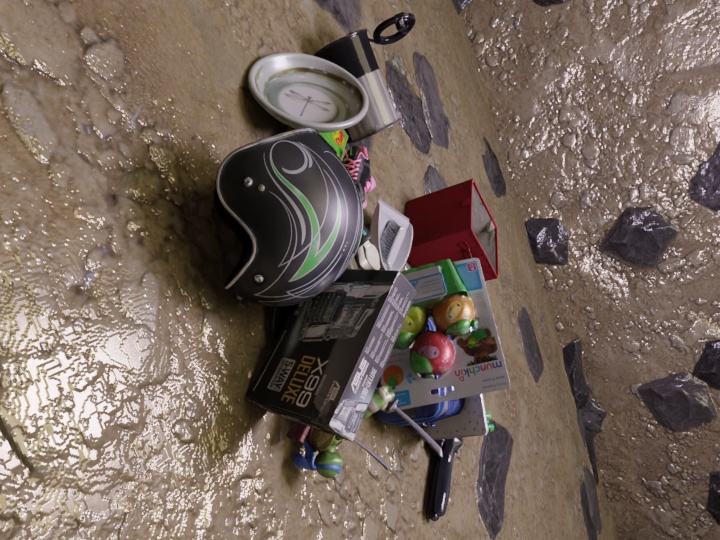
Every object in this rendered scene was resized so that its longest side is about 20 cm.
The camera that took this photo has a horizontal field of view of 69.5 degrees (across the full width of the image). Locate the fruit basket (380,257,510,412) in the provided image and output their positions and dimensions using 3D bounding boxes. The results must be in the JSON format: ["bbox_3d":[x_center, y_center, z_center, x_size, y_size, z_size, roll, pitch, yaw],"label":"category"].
[{"bbox_3d":[0.105,0.089,0.763,0.094,0.183,0.203,53,26,-57],"label":"fruit basket"}]

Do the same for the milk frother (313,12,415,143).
[{"bbox_3d":[0.040,-0.393,1.056,0.190,0.198,0.181,65,26,-17],"label":"milk frother"}]

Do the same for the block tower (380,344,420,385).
[{"bbox_3d":[0.065,0.102,0.865,0.054,0.057,0.203,43,39,-55],"label":"block tower"}]

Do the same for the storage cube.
[{"bbox_3d":[0.213,-0.076,1.231,0.171,0.178,0.202,51,36,-36],"label":"storage cube"}]

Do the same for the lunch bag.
[{"bbox_3d":[0.094,0.185,0.924,0.132,0.134,0.203,21,56,-53],"label":"lunch bag"}]

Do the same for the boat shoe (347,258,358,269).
[{"bbox_3d":[-0.021,0.066,0.801,0.075,0.067,0.202,-89,167,-62],"label":"boat shoe"}]

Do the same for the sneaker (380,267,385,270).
[{"bbox_3d":[0.074,0.055,0.995,0.198,0.066,0.092,18,89,-33],"label":"sneaker"}]

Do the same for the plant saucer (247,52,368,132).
[{"bbox_3d":[-0.086,-0.280,0.850,0.197,0.051,0.202,10,48,-11],"label":"plant saucer"}]

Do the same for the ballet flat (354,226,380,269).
[{"bbox_3d":[0.000,0.000,0.847,0.068,0.068,0.201,-50,152,-25],"label":"ballet flat"}]

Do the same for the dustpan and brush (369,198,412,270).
[{"bbox_3d":[0.057,-0.023,1.039,0.139,0.057,0.203,23,86,-54],"label":"dustpan and brush"}]

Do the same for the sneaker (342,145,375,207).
[{"bbox_3d":[-0.018,-0.171,0.930,0.201,0.078,0.097,-72,165,-62],"label":"sneaker"}]

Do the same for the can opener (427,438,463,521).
[{"bbox_3d":[0.162,0.396,1.040,0.064,0.077,0.202,102,3,-50],"label":"can opener"}]

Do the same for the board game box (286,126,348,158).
[{"bbox_3d":[-0.083,-0.207,0.895,0.102,0.047,0.202,53,35,-35],"label":"board game box"}]

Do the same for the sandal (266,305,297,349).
[{"bbox_3d":[-0.082,0.031,0.742,0.076,0.042,0.203,33,65,-49],"label":"sandal"}]

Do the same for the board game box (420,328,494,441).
[{"bbox_3d":[0.168,0.214,0.993,0.026,0.200,0.203,4,69,-28],"label":"board game box"}]

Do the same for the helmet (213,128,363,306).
[{"bbox_3d":[-0.092,-0.057,0.647,0.200,0.198,0.193,-35,105,-61],"label":"helmet"}]

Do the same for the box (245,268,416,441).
[{"bbox_3d":[-0.036,0.093,0.648,0.050,0.156,0.202,46,61,-37],"label":"box"}]

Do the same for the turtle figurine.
[{"bbox_3d":[-0.006,0.188,0.741,0.144,0.197,0.197,95,-11,-65],"label":"turtle figurine"}]
